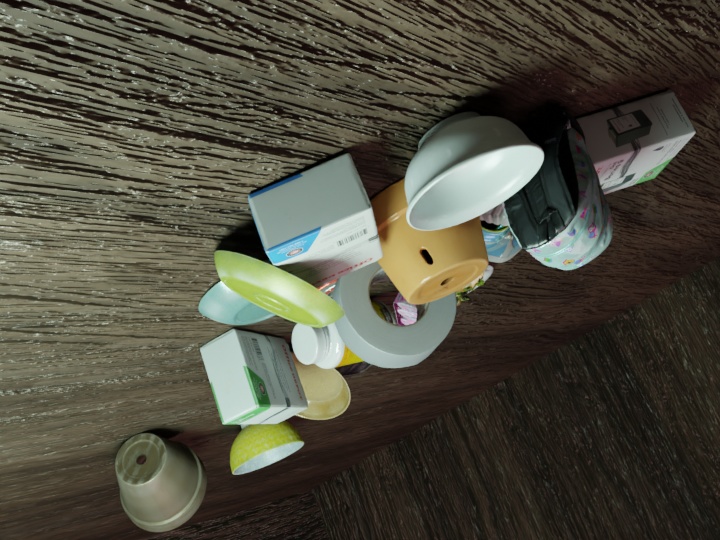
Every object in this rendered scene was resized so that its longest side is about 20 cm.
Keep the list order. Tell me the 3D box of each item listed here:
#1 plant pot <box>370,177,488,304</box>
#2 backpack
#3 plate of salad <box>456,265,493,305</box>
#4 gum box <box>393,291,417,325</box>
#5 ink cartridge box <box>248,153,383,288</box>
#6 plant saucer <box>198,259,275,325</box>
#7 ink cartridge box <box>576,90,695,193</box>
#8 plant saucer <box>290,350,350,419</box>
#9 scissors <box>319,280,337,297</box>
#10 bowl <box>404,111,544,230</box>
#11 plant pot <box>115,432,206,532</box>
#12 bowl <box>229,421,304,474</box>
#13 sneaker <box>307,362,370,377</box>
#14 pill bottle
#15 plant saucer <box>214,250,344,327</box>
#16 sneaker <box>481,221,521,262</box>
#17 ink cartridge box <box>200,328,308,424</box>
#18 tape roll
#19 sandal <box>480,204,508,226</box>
[{"bbox_3d":[0.105,-0.044,1.289,0.196,0.142,0.201,-22,161,-8],"label":"plant pot"},{"bbox_3d":[0.275,-0.104,1.217,0.125,0.203,0.167,23,133,-32],"label":"backpack"},{"bbox_3d":[0.194,0.047,1.803,0.196,0.049,0.201,-23,162,-8],"label":"plate of salad"},{"bbox_3d":[0.116,0.043,1.562,0.115,0.065,0.200,-61,168,-12],"label":"gum box"},{"bbox_3d":[-0.054,-0.055,1.143,0.143,0.086,0.200,-23,163,-2],"label":"ink cartridge box"},{"bbox_3d":[-0.156,0.043,1.355,0.197,0.039,0.202,-22,162,-7],"label":"plant saucer"},{"bbox_3d":[0.400,-0.188,1.358,0.196,0.086,0.147,-18,161,-17],"label":"ink cartridge box"},{"bbox_3d":[-0.111,0.230,1.784,0.195,0.036,0.203,9,132,10],"label":"plant saucer"},{"bbox_3d":[0.000,0.000,1.477,0.197,0.014,0.073,-30,159,21],"label":"scissors"},{"bbox_3d":[0.135,-0.143,1.132,0.197,0.092,0.202,-22,162,-7],"label":"bowl"},{"bbox_3d":[-0.453,0.447,1.891,0.196,0.202,0.175,-21,146,-7],"label":"plant pot"},{"bbox_3d":[-0.249,0.425,2.175,0.196,0.110,0.201,-21,162,-7],"label":"bowl"},{"bbox_3d":[-0.040,0.186,1.838,0.195,0.078,0.114,-16,167,-10],"label":"sneaker"},{"bbox_3d":[-0.031,0.122,1.620,0.197,0.111,0.109,-8,156,-42],"label":"pill bottle"},{"bbox_3d":[-0.116,0.032,1.176,0.200,0.196,0.032,71,43,-72],"label":"plant saucer"},{"bbox_3d":[0.245,-0.073,1.488,0.197,0.081,0.130,-11,159,-37],"label":"sneaker"},{"bbox_3d":[-0.189,0.198,1.566,0.082,0.149,0.199,-27,161,17],"label":"ink cartridge box"},{"bbox_3d":[0.054,0.052,1.387,0.196,0.204,0.066,-17,162,-21],"label":"tape roll"},{"bbox_3d":[0.277,-0.101,1.372,0.050,0.198,0.084,-61,164,-49],"label":"sandal"}]
